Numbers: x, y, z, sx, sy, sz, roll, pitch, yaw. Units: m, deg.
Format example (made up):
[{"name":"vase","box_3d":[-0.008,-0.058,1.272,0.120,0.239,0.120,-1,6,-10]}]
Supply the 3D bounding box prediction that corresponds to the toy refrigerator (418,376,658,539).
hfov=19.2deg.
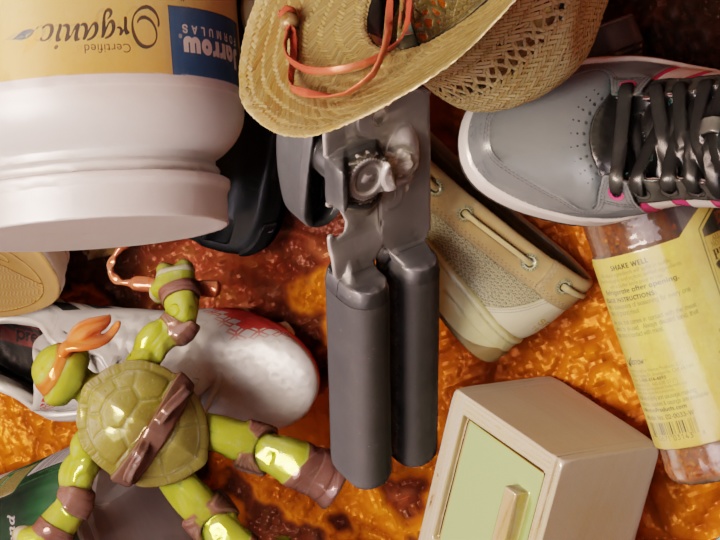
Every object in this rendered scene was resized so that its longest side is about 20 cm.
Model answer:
[{"name":"toy refrigerator","box_3d":[0.065,0.157,0.980,0.076,0.070,0.201,34,118,44]}]

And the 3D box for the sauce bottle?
[{"name":"sauce bottle","box_3d":[0.131,-0.010,0.920,0.066,0.066,0.201,-16,98,28]}]

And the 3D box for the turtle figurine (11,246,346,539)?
[{"name":"turtle figurine","box_3d":[-0.085,0.067,0.976,0.161,0.064,0.200,32,76,-10]}]

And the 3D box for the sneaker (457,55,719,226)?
[{"name":"sneaker","box_3d":[0.141,-0.053,0.830,0.199,0.121,0.084,1,84,-3]}]

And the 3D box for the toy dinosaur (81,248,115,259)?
[{"name":"toy dinosaur","box_3d":[-0.165,-0.091,1.017,0.060,0.106,0.200,-34,126,7]}]

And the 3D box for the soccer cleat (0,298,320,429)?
[{"name":"soccer cleat","box_3d":[-0.117,0.049,1.046,0.199,0.085,0.069,10,107,24]}]

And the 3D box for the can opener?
[{"name":"can opener","box_3d":[0.000,0.000,0.927,0.067,0.053,0.200,39,142,42]}]

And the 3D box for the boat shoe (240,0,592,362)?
[{"name":"boat shoe","box_3d":[0.023,-0.053,0.954,0.063,0.073,0.201,-35,97,14]}]

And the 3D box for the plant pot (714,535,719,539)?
[{"name":"plant pot","box_3d":[0.233,0.157,0.858,0.200,0.161,0.201,7,107,25]}]

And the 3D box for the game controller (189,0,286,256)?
[{"name":"game controller","box_3d":[-0.068,-0.109,1.014,0.104,0.042,0.201,26,113,34]}]

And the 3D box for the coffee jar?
[{"name":"coffee jar","box_3d":[-0.174,0.149,1.082,0.200,0.085,0.105,-18,103,40]}]

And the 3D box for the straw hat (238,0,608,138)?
[{"name":"straw hat","box_3d":[0.050,-0.112,0.838,0.201,0.201,0.085,-31,126,29]}]

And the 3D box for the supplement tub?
[{"name":"supplement tub","box_3d":[-0.125,-0.114,0.923,0.144,0.145,0.201,-8,85,27]}]

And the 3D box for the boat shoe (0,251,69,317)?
[{"name":"boat shoe","box_3d":[-0.215,-0.029,1.073,0.200,0.069,0.071,10,134,34]}]
